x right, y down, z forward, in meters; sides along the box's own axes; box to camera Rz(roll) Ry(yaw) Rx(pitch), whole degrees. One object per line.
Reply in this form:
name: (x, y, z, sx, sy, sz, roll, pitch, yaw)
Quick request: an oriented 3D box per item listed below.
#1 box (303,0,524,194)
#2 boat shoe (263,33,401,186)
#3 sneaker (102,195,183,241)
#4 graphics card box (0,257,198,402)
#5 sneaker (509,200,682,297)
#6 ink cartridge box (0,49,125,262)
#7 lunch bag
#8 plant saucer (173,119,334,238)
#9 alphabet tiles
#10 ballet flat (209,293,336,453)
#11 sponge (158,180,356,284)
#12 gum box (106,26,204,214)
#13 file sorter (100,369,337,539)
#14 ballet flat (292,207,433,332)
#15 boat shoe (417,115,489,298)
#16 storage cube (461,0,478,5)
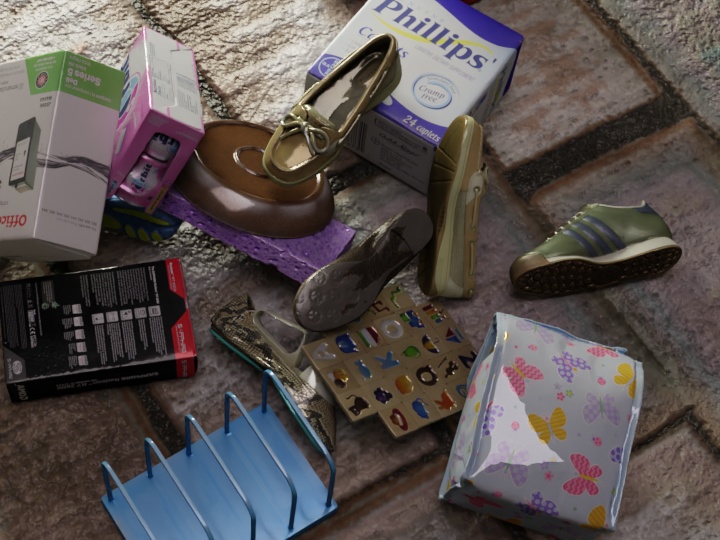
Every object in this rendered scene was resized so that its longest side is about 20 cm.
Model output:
box: (0.060, -0.225, 1.750, 0.183, 0.105, 0.200, 31, 61, 12)
boat shoe: (-0.031, -0.176, 1.620, 0.201, 0.063, 0.073, -43, 74, -14)
sneaker: (-0.284, -0.095, 1.674, 0.199, 0.071, 0.083, 21, 41, 8)
graphics card box: (-0.279, 0.062, 1.585, 0.199, 0.051, 0.126, -8, 61, -11)
sneaker: (0.254, -0.031, 1.683, 0.199, 0.067, 0.090, -10, 54, -11)
ink cartridge box: (-0.334, -0.116, 1.566, 0.084, 0.145, 0.201, 18, 76, -44)
lunch bag: (0.189, 0.158, 1.519, 0.169, 0.127, 0.201, 18, 69, -5)
plant saucer: (-0.117, -0.110, 1.658, 0.199, 0.032, 0.201, 18, 34, -13)
alphabet tiles: (0.039, 0.092, 1.580, 0.199, 0.006, 0.167, -18, 61, -39)
ballet flat: (-0.076, 0.098, 1.567, 0.075, 0.068, 0.200, -44, 68, 0)
sponge: (-0.111, -0.057, 1.643, 0.199, 0.030, 0.112, 28, 33, 5)
gum box: (-0.228, -0.161, 1.613, 0.066, 0.114, 0.200, 23, 28, -24)
file sorter: (-0.138, 0.211, 1.470, 0.199, 0.123, 0.139, -29, 67, -20)
ballet flat: (0.000, 0.000, 1.594, 0.200, 0.046, 0.068, -42, 102, -29)
boat shoe: (0.111, -0.068, 1.635, 0.063, 0.073, 0.202, 6, 99, -18)
storage cube: (0.106, -0.443, 1.838, 0.199, 0.180, 0.171, -27, 65, -18)
